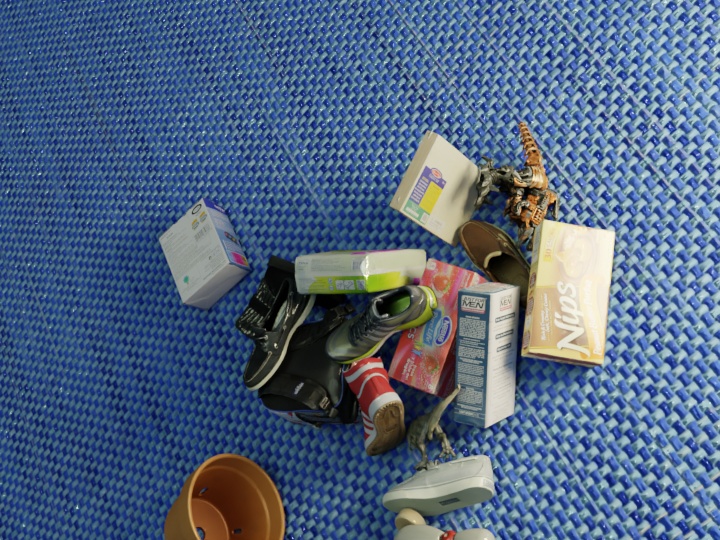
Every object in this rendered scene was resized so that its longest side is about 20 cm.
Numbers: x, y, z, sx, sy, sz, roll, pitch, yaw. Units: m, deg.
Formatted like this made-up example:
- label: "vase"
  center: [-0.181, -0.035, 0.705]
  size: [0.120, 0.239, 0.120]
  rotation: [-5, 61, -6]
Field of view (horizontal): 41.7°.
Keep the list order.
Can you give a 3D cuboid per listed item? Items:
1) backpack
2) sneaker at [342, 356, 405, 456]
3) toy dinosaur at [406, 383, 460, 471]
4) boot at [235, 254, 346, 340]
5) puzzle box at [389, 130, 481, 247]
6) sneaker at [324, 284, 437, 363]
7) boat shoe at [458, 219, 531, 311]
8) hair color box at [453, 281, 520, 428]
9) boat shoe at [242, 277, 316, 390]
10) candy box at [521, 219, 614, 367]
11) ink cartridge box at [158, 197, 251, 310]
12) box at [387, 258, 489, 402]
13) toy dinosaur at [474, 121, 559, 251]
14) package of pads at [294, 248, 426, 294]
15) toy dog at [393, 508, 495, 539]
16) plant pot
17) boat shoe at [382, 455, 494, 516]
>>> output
- label: "backpack"
  center: [-0.077, 0.176, 1.609]
  size: [0.187, 0.154, 0.203]
  rotation: [-5, 57, 29]
- label: "sneaker"
  center: [0.021, 0.214, 1.516]
  size: [0.070, 0.202, 0.114]
  rotation: [-20, 59, -16]
- label: "toy dinosaur"
  center: [0.109, 0.255, 1.459]
  size: [0.201, 0.046, 0.090]
  rotation: [125, 144, -53]
- label: "boot"
  center: [-0.127, 0.074, 1.715]
  size: [0.209, 0.079, 0.160]
  rotation: [20, 81, 46]
- label: "puzzle box"
  center: [0.132, -0.129, 1.531]
  size: [0.025, 0.199, 0.135]
  rotation: [28, 91, 36]
- label: "sneaker"
  center: [0.021, 0.077, 1.482]
  size: [0.198, 0.081, 0.075]
  rotation: [-34, 62, 13]
- label: "boat shoe"
  center: [0.223, -0.019, 1.515]
  size: [0.075, 0.074, 0.202]
  rotation: [-51, 55, 10]
- label: "hair color box"
  center: [0.192, 0.126, 1.440]
  size: [0.060, 0.099, 0.205]
  rotation: [8, 100, 34]
- label: "boat shoe"
  center: [-0.150, 0.101, 1.579]
  size: [0.201, 0.066, 0.074]
  rotation: [-56, 33, -7]
- label: "candy box"
  center: [0.312, 0.035, 1.420]
  size: [0.113, 0.055, 0.204]
  rotation: [9, 79, -2]
- label: "ink cartridge box"
  center: [-0.316, -0.045, 1.880]
  size: [0.136, 0.076, 0.202]
  rotation: [-38, 60, 18]
- label: "box"
  center: [0.135, 0.098, 1.523]
  size: [0.093, 0.102, 0.204]
  rotation: [17, 85, 35]
- label: "toy dinosaur"
  center: [0.255, -0.134, 1.528]
  size: [0.133, 0.103, 0.203]
  rotation: [4, 56, 2]
- label: "package of pads"
  center: [0.000, 0.000, 1.581]
  size: [0.152, 0.199, 0.070]
  rotation: [-2, 92, 33]
- label: "toy dog"
  center: [0.120, 0.434, 1.434]
  size: [0.132, 0.097, 0.199]
  rotation: [-41, 25, -23]
- label: "plant pot"
  center: [-0.248, 0.439, 1.634]
  size: [0.139, 0.198, 0.203]
  rotation: [-37, 58, 38]
- label: "boat shoe"
  center: [0.124, 0.336, 1.489]
  size: [0.198, 0.070, 0.073]
  rotation: [-20, 43, 31]
